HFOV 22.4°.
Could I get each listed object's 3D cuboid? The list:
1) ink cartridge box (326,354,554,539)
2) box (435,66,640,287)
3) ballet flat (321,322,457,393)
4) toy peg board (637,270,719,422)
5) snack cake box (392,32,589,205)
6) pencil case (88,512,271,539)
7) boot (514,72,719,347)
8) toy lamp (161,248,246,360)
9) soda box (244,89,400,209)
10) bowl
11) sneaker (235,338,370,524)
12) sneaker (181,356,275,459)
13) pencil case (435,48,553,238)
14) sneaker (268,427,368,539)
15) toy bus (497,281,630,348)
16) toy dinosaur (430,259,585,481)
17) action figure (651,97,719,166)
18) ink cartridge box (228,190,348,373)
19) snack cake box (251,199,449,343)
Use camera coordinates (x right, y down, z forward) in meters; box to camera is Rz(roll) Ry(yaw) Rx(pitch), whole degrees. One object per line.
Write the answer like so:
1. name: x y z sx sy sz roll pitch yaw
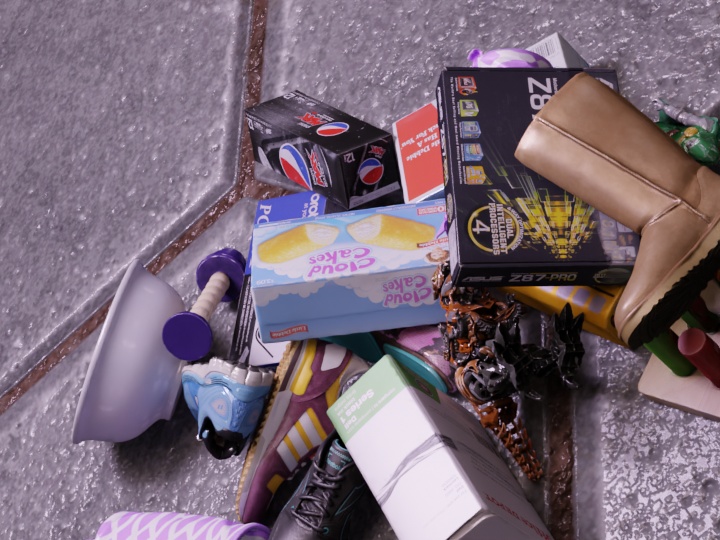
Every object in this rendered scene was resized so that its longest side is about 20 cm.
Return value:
1. ink cartridge box: 0.075 0.188 1.571 0.084 0.146 0.200 -42 44 11
2. box: 0.153 -0.083 1.588 0.161 0.049 0.200 1 64 -7
3. ballet flat: 0.034 0.058 1.754 0.200 0.069 0.071 21 60 41
4. toy peg board: 0.334 0.024 1.502 0.199 0.098 0.200 17 75 44
5. snack cake box: 0.135 -0.132 1.785 0.200 0.067 0.115 -27 51 24
6. pencil case: -0.172 0.275 1.747 0.200 0.085 0.084 -3 74 36
7. boot: 0.208 -0.051 1.508 0.200 0.066 0.175 37 73 27
8. toy lamp: -0.155 0.028 1.865 0.058 0.058 0.200 -32 12 19
9. soda box: -0.042 -0.128 1.894 0.071 0.063 0.200 -23 28 -24
10. bowl: -0.225 0.097 1.883 0.090 0.201 0.201 19 70 -1
11. sneaker: -0.056 0.164 1.747 0.075 0.090 0.200 -90 20 -74
12. sneaker: -0.141 0.139 1.777 0.200 0.078 0.090 143 141 -75
13. pencil case: 0.127 -0.112 1.668 0.084 0.085 0.200 134 150 -59
14. sneaker: -0.032 0.200 1.674 0.075 0.079 0.200 25 71 24
15. toy bus: 0.182 -0.001 1.666 0.200 0.065 0.078 25 82 45
16. toy dinosaur: 0.127 0.081 1.614 0.102 0.200 0.136 -42 12 -35
17. action figure: 0.268 -0.109 1.610 0.118 0.055 0.200 -62 16 -3
18. ink cartridge box: -0.074 0.016 1.875 0.094 0.044 0.200 -10 57 32
19. snack cake box: 0.000 0.000 1.724 0.200 0.067 0.115 -7 32 3
